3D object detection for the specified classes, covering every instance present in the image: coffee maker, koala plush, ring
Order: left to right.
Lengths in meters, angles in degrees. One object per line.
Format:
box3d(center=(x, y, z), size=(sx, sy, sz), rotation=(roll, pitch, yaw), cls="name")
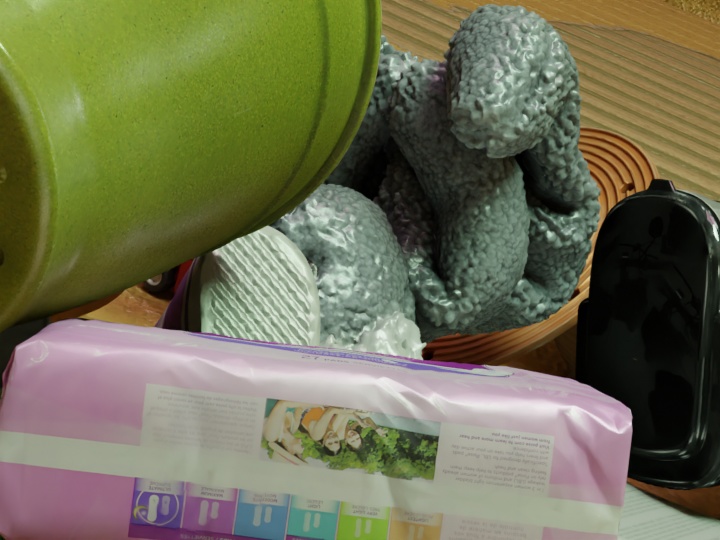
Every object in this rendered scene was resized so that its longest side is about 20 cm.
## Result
box3d(center=(0.000, 0.000, 0.918), size=(0.176, 0.185, 0.200), rotation=(11, 48, 38), cls="koala plush")
box3d(center=(0.072, -0.008, 1.094), size=(0.019, 0.200, 0.200), rotation=(57, -4, -31), cls="ring")
box3d(center=(0.215, 0.056, 0.961), size=(0.199, 0.194, 0.135), rotation=(-2, -19, -29), cls="coffee maker")

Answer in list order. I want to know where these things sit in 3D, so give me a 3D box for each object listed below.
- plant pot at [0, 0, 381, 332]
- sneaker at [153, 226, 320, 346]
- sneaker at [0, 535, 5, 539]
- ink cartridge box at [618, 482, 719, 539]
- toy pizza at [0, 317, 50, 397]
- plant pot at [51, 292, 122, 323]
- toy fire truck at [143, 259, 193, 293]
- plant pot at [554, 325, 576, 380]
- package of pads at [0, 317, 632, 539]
box3d(center=(-0.118, -0.067, 0.674), size=(0.199, 0.202, 0.193), rotation=(22, 28, 12), cls="plant pot")
box3d(center=(-0.066, 0.090, 0.786), size=(0.072, 0.114, 0.201), rotation=(26, 46, -19), cls="sneaker")
box3d(center=(-0.172, 0.075, 0.691), size=(0.078, 0.086, 0.200), rotation=(1, 23, -44), cls="sneaker")
box3d(center=(0.119, 0.127, 0.849), size=(0.199, 0.048, 0.160), rotation=(19, 4, 22), cls="ink cartridge box")
box3d(center=(-0.192, -0.025, 0.731), size=(0.200, 0.032, 0.201), rotation=(45, 19, -20), cls="toy pizza")
box3d(center=(-0.206, -0.051, 0.900), size=(0.199, 0.201, 0.140), rotation=(28, 37, 30), cls="plant pot")
box3d(center=(-0.093, -0.062, 1.093), size=(0.199, 0.142, 0.049), rotation=(30, 21, 34), cls="toy fire truck")
box3d(center=(0.181, 0.034, 1.158), size=(0.199, 0.093, 0.201), rotation=(16, 17, -5), cls="plant pot")
box3d(center=(-0.019, 0.061, 0.657), size=(0.198, 0.076, 0.121), rotation=(7, 2, -5), cls="package of pads")
